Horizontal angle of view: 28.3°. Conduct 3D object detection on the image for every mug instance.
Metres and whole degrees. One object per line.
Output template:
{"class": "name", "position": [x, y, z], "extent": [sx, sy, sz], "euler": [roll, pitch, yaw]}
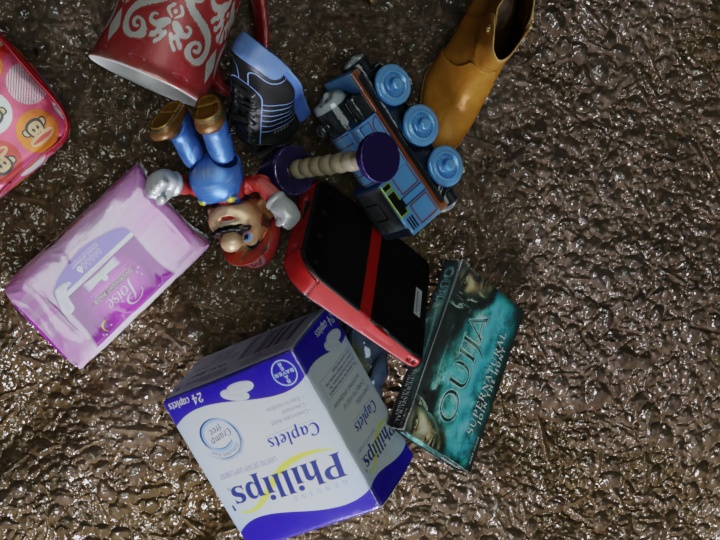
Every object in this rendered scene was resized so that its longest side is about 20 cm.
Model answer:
{"class": "mug", "position": [-0.176, -0.283, 1.502], "extent": [0.133, 0.177, 0.202], "euler": [21, 88, 25]}

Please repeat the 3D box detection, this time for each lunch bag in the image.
{"class": "lunch bag", "position": [-0.417, -0.152, 1.473], "extent": [0.200, 0.082, 0.177], "euler": [-41, 100, -6]}

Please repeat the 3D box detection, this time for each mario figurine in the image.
{"class": "mario figurine", "position": [-0.142, -0.075, 1.469], "extent": [0.106, 0.123, 0.201], "euler": [-42, 129, -21]}

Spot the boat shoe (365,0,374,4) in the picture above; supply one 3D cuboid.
{"class": "boat shoe", "position": [-0.026, -0.383, 1.533], "extent": [0.070, 0.070, 0.200], "euler": [-41, 112, 3]}

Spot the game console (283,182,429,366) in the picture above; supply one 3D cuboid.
{"class": "game console", "position": [0.000, 0.000, 1.532], "extent": [0.176, 0.201, 0.031], "euler": [39, 118, -17]}

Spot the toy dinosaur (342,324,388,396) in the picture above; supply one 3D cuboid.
{"class": "toy dinosaur", "position": [-0.005, 0.078, 1.615], "extent": [0.104, 0.200, 0.183], "euler": [11, 73, 28]}

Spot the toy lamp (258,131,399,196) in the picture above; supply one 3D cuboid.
{"class": "toy lamp", "position": [-0.039, -0.109, 1.502], "extent": [0.058, 0.199, 0.059], "euler": [0, 90, -37]}

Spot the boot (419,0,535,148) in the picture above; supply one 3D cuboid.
{"class": "boot", "position": [0.126, -0.222, 1.549], "extent": [0.070, 0.144, 0.203], "euler": [18, 94, -13]}

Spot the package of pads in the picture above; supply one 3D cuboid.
{"class": "package of pads", "position": [-0.268, -0.005, 1.524], "extent": [0.200, 0.076, 0.121], "euler": [-44, 103, -4]}

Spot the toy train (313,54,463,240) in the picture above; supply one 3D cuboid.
{"class": "toy train", "position": [0.028, -0.134, 1.557], "extent": [0.114, 0.086, 0.201], "euler": [-41, 105, -26]}

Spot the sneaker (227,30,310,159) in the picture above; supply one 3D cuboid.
{"class": "sneaker", "position": [-0.105, -0.175, 1.484], "extent": [0.070, 0.200, 0.078], "euler": [39, 84, 19]}

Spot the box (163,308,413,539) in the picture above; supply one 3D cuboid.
{"class": "box", "position": [-0.077, 0.172, 1.535], "extent": [0.183, 0.105, 0.201], "euler": [-23, 105, 29]}

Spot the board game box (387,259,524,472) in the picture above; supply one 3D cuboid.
{"class": "board game box", "position": [0.108, 0.107, 1.589], "extent": [0.135, 0.028, 0.202], "euler": [35, 68, -43]}
